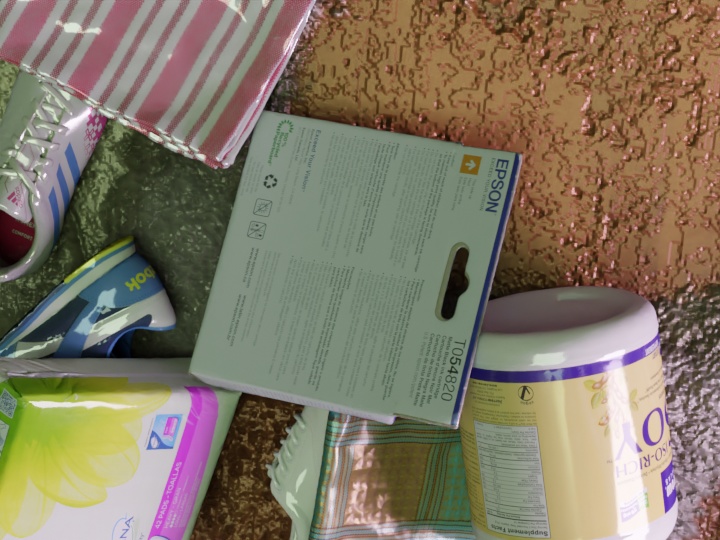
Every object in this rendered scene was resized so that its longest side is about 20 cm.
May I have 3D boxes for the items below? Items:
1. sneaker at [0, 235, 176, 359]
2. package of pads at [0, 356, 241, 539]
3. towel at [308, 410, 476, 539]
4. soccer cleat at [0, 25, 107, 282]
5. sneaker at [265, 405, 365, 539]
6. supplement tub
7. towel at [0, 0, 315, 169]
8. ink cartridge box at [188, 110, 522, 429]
[{"bbox_3d":[-0.220,0.063,1.466,0.200,0.074,0.082,-40,97,18],"label":"sneaker"},{"bbox_3d":[-0.197,0.142,1.422,0.068,0.200,0.155,37,114,42],"label":"package of pads"},{"bbox_3d":[0.030,0.173,1.433,0.146,0.022,0.200,-1,108,-31],"label":"towel"},{"bbox_3d":[-0.230,-0.082,1.422,0.070,0.086,0.200,18,106,5],"label":"soccer cleat"},{"bbox_3d":[-0.033,0.141,1.447,0.071,0.073,0.200,-4,105,-6],"label":"sneaker"},{"bbox_3d":[0.143,0.123,1.379,0.145,0.145,0.200,-6,103,11],"label":"supplement tub"},{"bbox_3d":[-0.148,-0.175,1.390,0.200,0.030,0.146,27,85,2],"label":"towel"},{"bbox_3d":[0.000,0.000,1.369,0.200,0.041,0.200,11,79,20],"label":"ink cartridge box"}]
